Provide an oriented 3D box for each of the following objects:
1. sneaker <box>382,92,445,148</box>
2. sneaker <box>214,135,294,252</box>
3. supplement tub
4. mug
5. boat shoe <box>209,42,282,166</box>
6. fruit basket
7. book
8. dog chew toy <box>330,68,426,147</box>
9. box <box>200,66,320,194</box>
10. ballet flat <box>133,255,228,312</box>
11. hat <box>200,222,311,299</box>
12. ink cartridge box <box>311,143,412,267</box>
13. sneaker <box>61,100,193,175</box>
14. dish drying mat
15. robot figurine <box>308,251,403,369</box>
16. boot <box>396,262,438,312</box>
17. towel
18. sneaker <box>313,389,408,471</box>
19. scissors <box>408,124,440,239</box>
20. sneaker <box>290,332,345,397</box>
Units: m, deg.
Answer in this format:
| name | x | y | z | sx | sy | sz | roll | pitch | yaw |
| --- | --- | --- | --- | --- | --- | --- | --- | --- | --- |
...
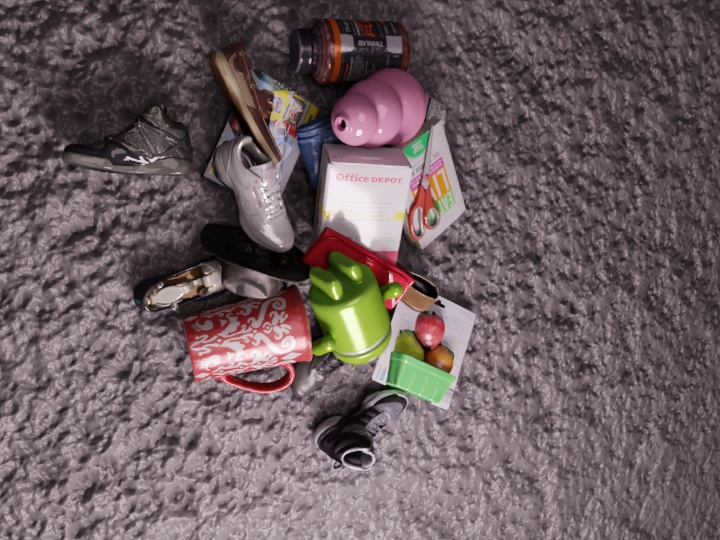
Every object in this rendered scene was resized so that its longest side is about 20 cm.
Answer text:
| name | x | y | z | sx | sy | sz | roll | pitch | yaw |
| --- | --- | --- | --- | --- | --- | --- | --- | --- | --- |
| sneaker | 0.095 | -0.232 | 1.212 | 0.106 | 0.067 | 0.205 | 19 | 87 | -21 |
| sneaker | -0.161 | -0.121 | 1.048 | 0.075 | 0.099 | 0.202 | -38 | 103 | -37 |
| supplement tub | -0.020 | -0.376 | 1.125 | 0.197 | 0.107 | 0.109 | -7 | 99 | -22 |
| mug | -0.189 | 0.132 | 1.106 | 0.197 | 0.133 | 0.181 | -12 | 90 | -17 |
| boat shoe | -0.169 | -0.269 | 1.056 | 0.071 | 0.072 | 0.202 | -30 | 101 | -15 |
| fruit basket | 0.125 | 0.147 | 1.277 | 0.183 | 0.093 | 0.203 | 24 | 72 | -24 |
| book | 0.119 | -0.160 | 1.209 | 0.133 | 0.048 | 0.202 | -38 | 129 | -17 |
| dog chew toy | 0.024 | -0.258 | 1.064 | 0.199 | 0.123 | 0.127 | -33 | 112 | -49 |
| box | -0.170 | -0.222 | 1.119 | 0.135 | 0.038 | 0.203 | 25 | 87 | -23 |
| ballet flat | -0.278 | 0.024 | 1.090 | 0.197 | 0.073 | 0.074 | -19 | 104 | -20 |
| hat | -0.180 | -0.003 | 1.079 | 0.198 | 0.201 | 0.082 | 17 | 112 | -23 |
| ink cartridge box | -0.002 | -0.105 | 1.109 | 0.142 | 0.084 | 0.203 | 1 | 123 | -13 |
| sneaker | -0.362 | -0.208 | 1.023 | 0.196 | 0.076 | 0.117 | -4 | 96 | -25 |
| dish drying mat | 0.000 | 0.000 | 1.117 | 0.198 | 0.018 | 0.077 | 29 | 114 | -30 |
| robot figurine | -0.015 | 0.069 | 1.079 | 0.175 | 0.115 | 0.202 | -38 | 129 | -24 |
| boot | 0.058 | 0.003 | 1.205 | 0.198 | 0.075 | 0.074 | 30 | 70 | -5 |
| towel | -0.038 | -0.173 | 1.151 | 0.110 | 0.048 | 0.203 | -26 | 120 | -16 |
| sneaker | 0.019 | 0.305 | 1.218 | 0.197 | 0.114 | 0.076 | -23 | 125 | -16 |
| scissors | 0.111 | -0.153 | 1.168 | 0.072 | 0.014 | 0.203 | -22 | 122 | -26 |
| sneaker | -0.054 | 0.148 | 1.186 | 0.076 | 0.090 | 0.201 | 40 | 83 | -31 |
